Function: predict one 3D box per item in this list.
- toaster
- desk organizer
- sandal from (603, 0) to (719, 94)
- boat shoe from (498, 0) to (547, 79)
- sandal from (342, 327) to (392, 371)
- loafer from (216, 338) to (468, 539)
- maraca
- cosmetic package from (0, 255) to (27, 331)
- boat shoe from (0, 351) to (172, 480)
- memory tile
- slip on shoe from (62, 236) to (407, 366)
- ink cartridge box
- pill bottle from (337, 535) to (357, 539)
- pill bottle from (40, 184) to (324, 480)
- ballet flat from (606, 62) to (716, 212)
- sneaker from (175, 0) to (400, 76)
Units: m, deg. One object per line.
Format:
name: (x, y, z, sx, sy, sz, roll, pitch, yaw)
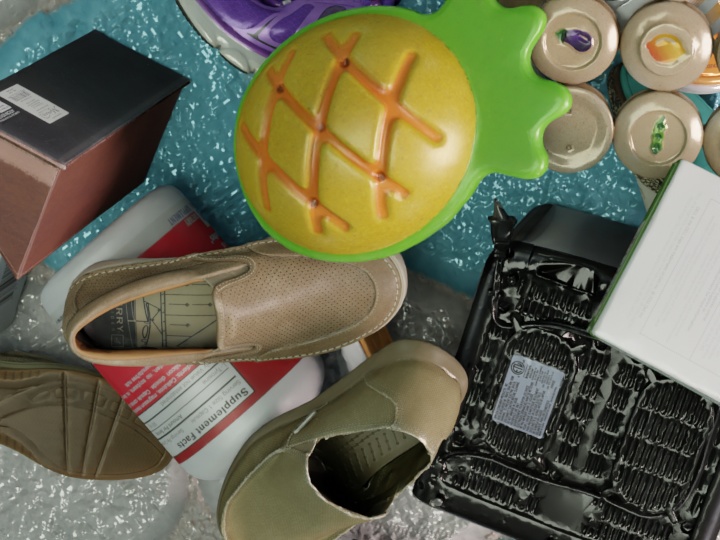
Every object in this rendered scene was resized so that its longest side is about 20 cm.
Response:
toaster: (0.143, 0.066, 1.150, 0.180, 0.119, 0.201, 19, 110, 8)
desk organizer: (-0.177, -0.072, 1.155, 0.071, 0.200, 0.077, 28, 114, 5)
sandal: (0.152, -0.171, 1.074, 0.206, 0.059, 0.079, 37, 83, -18)
boat shoe: (0.089, -0.167, 1.119, 0.068, 0.075, 0.201, -5, 105, 21)
sandal: (0.001, -0.002, 1.190, 0.059, 0.079, 0.208, -24, 105, 15)
loafer: (-0.020, 0.115, 1.121, 0.076, 0.068, 0.200, 36, 124, -12)
maraca: (0.018, -0.082, 1.073, 0.199, 0.107, 0.138, -20, 86, 23)
cosmetic package: (-0.311, -0.039, 1.271, 0.199, 0.071, 0.102, 26, 112, 7)
boat shoe: (-0.216, 0.084, 1.288, 0.199, 0.065, 0.072, 15, 102, -8)
memory tile: (0.167, -0.143, 1.043, 0.152, 0.017, 0.201, 6, 113, 4)
slip on shoe: (-0.072, 0.020, 1.120, 0.198, 0.061, 0.077, -2, 109, 2)
ink cartridge box: (0.230, 0.034, 1.034, 0.199, 0.059, 0.104, 28, 90, 5)
pill bottle: (0.010, 0.237, 1.242, 0.199, 0.114, 0.115, 22, 111, 8)
pill bottle: (-0.095, 0.055, 1.217, 0.112, 0.112, 0.200, -40, 93, 22)
ballet flat: (0.208, -0.036, 1.121, 0.200, 0.068, 0.076, 40, 136, 19)
sneaker: (-0.018, -0.139, 1.169, 0.199, 0.081, 0.084, 26, 98, -3)
